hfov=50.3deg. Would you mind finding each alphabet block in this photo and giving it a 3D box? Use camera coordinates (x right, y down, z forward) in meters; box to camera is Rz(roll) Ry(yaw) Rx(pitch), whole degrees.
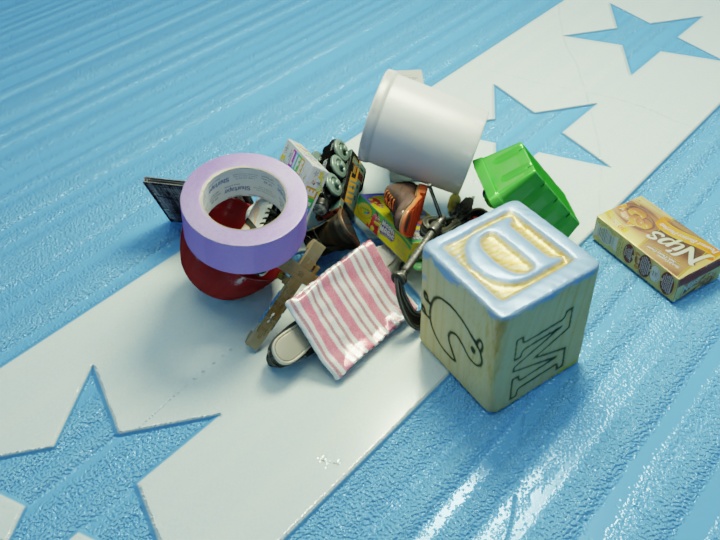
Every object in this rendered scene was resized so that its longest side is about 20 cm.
[{"bbox_3d":[0.217,0.051,1.161,0.193,0.203,0.196,-23,45,-21],"label":"alphabet block"}]

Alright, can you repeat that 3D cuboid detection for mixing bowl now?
[{"bbox_3d":[-0.232,-0.025,1.310,0.198,0.109,0.202,30,31,-20],"label":"mixing bowl"}]

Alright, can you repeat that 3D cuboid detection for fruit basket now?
[{"bbox_3d":[0.257,-0.088,1.350,0.210,0.219,0.157,-7,42,-4],"label":"fruit basket"}]

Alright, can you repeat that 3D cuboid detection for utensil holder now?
[{"bbox_3d":[0.113,-0.244,1.385,0.196,0.172,0.171,22,46,4],"label":"utensil holder"}]

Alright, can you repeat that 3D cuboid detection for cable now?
[{"bbox_3d":[0.174,-0.084,1.397,0.097,0.051,0.200,41,42,8],"label":"cable"}]

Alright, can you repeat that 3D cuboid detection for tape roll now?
[{"bbox_3d":[-0.181,-0.092,1.204,0.195,0.066,0.203,3,50,-3],"label":"tape roll"}]

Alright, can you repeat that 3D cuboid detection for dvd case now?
[{"bbox_3d":[-0.286,-0.122,1.423,0.195,0.149,0.016,7,66,11],"label":"dvd case"}]

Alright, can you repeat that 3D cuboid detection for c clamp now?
[{"bbox_3d":[0.104,-0.012,1.270,0.027,0.172,0.202,-1,44,41],"label":"c clamp"}]

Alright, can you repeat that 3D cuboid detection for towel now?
[{"bbox_3d":[-0.011,0.058,1.231,0.199,0.030,0.147,-37,91,-32],"label":"towel"}]

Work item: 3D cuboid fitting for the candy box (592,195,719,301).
[{"bbox_3d":[0.520,-0.043,1.349,0.114,0.056,0.200,-22,46,-20],"label":"candy box"}]

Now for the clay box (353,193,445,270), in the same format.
[{"bbox_3d":[0.089,-0.073,1.390,0.113,0.048,0.200,-6,36,-37],"label":"clay box"}]

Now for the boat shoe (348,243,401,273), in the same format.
[{"bbox_3d":[0.000,0.000,1.325,0.070,0.070,0.199,27,48,33],"label":"boat shoe"}]

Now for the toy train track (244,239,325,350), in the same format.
[{"bbox_3d":[-0.125,0.037,1.245,0.202,0.114,0.032,-56,28,1],"label":"toy train track"}]

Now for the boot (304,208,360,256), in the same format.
[{"bbox_3d":[-0.054,-0.051,1.326,0.095,0.200,0.076,-26,87,1],"label":"boot"}]

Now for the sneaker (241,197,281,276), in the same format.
[{"bbox_3d":[-0.161,-0.072,1.269,0.073,0.080,0.202,30,34,-21],"label":"sneaker"}]

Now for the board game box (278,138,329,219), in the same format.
[{"bbox_3d":[-0.125,-0.153,1.418,0.034,0.136,0.200,20,14,-25],"label":"board game box"}]

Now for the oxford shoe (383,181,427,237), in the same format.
[{"bbox_3d":[0.069,-0.109,1.327,0.071,0.073,0.200,16,19,5],"label":"oxford shoe"}]

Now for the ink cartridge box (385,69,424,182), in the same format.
[{"bbox_3d":[0.094,-0.303,1.593,0.082,0.146,0.202,-3,43,0],"label":"ink cartridge box"}]

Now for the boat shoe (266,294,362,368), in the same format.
[{"bbox_3d":[-0.072,0.093,1.238,0.198,0.057,0.068,-31,88,-32],"label":"boat shoe"}]

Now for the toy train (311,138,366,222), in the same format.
[{"bbox_3d":[-0.046,-0.164,1.476,0.084,0.114,0.202,-22,38,29],"label":"toy train"}]
